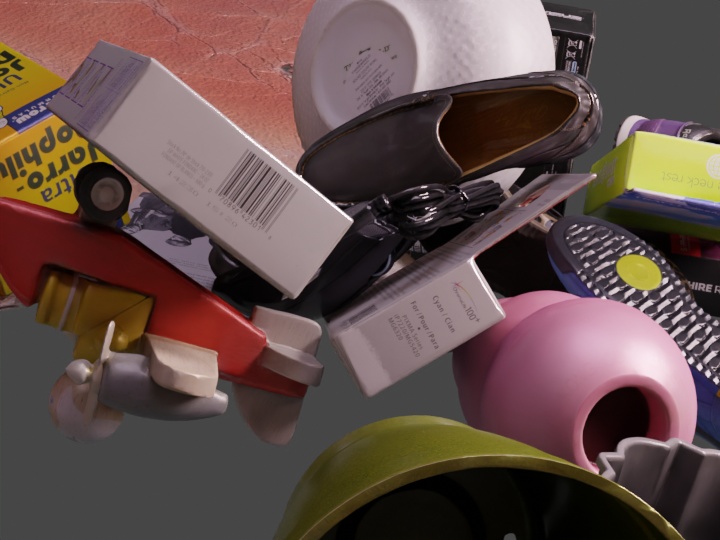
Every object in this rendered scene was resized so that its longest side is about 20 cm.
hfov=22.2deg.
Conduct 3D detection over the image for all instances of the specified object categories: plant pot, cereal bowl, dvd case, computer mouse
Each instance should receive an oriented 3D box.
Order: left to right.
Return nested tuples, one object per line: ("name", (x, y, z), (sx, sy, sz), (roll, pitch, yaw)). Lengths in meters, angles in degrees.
("dvd case", (-0.117, -0.004, 1.305), (0.149, 0.025, 0.200), (11, 23, 8))
("computer mouse", (-0.014, -0.002, 1.108), (0.199, 0.046, 0.140), (-21, -6, 23))
("cereal bowl", (0.027, -0.130, 1.230), (0.199, 0.202, 0.083), (25, 12, 38))
("plant pot", (0.036, 0.150, 0.791), (0.198, 0.203, 0.193), (4, 10, -8))

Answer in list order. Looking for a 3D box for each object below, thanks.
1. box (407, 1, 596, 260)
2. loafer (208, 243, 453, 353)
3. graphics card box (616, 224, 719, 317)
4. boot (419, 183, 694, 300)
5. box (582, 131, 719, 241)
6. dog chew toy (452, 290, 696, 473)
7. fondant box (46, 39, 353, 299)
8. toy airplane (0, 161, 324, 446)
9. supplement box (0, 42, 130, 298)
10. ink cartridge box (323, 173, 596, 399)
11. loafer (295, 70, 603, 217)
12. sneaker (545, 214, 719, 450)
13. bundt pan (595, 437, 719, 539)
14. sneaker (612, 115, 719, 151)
("box", (0.080, -0.100, 1.367), (0.162, 0.202, 0.086), (9, 21, 5))
("loafer", (0.000, 0.000, 1.237), (0.198, 0.072, 0.073), (16, 19, -19))
("graphics card box", (0.283, -0.006, 1.404), (0.198, 0.051, 0.126), (10, 22, 4))
("boot", (0.134, -0.013, 1.284), (0.199, 0.074, 0.150), (34, 15, 34))
("box", (0.229, -0.055, 1.271), (0.121, 0.048, 0.200), (9, -4, -1))
("dog chew toy", (0.114, 0.069, 1.085), (0.123, 0.126, 0.200), (0, 11, -18))
("fondant box", (-0.098, -0.063, 1.054), (0.144, 0.058, 0.200), (39, -3, -18))
("toy airplane", (-0.120, 0.046, 1.072), (0.199, 0.142, 0.200), (35, -3, 32))
("supplement box", (-0.269, -0.085, 1.300), (0.108, 0.110, 0.199), (-33, 40, -25))
("ink cartridge box", (0.062, 0.005, 1.112), (0.175, 0.045, 0.200), (-32, 4, -1))
("loafer", (0.050, -0.083, 1.130), (0.198, 0.073, 0.072), (-19, -6, 8))
("sneaker", (0.185, 0.050, 1.140), (0.200, 0.079, 0.066), (42, 52, 18))
("bundt pan", (0.187, 0.166, 0.877), (0.200, 0.076, 0.202), (22, 21, -9))
("sneaker", (0.292, -0.074, 1.479), (0.087, 0.077, 0.199), (3, -5, 42))
